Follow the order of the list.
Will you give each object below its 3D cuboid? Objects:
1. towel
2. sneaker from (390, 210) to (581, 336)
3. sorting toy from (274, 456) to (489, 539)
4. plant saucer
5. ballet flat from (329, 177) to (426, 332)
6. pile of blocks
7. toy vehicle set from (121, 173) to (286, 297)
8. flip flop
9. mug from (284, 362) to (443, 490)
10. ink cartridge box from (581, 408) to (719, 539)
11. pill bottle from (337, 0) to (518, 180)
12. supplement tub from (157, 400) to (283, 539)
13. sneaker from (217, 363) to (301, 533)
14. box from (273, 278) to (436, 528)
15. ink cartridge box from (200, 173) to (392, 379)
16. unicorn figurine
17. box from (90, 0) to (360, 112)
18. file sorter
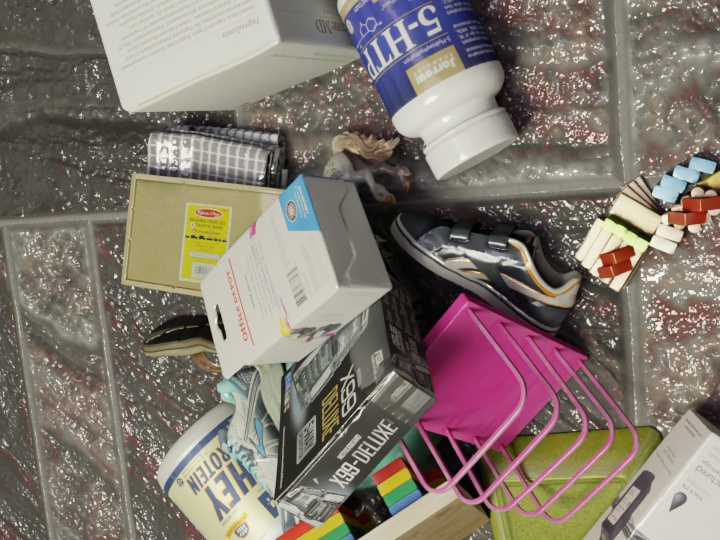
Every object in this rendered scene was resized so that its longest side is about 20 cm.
[{"bbox_3d":[-0.171,-0.066,0.972,0.164,0.085,0.202,12,105,23],"label":"towel"},{"bbox_3d":[0.129,-0.018,0.838,0.199,0.078,0.080,33,117,6],"label":"sneaker"},{"bbox_3d":[0.020,0.270,0.855,0.199,0.199,0.070,-34,62,1],"label":"sorting toy"},{"bbox_3d":[0.223,0.272,0.861,0.198,0.048,0.202,-10,95,27],"label":"plant saucer"},{"bbox_3d":[0.000,0.000,0.854,0.072,0.072,0.201,-27,106,27],"label":"ballet flat"},{"bbox_3d":[0.281,-0.055,0.763,0.199,0.062,0.082,-38,82,26],"label":"pile of blocks"},{"bbox_3d":[-0.164,-0.034,0.907,0.198,0.026,0.126,8,92,17],"label":"toy vehicle set"},{"bbox_3d":[-0.180,0.095,1.016,0.198,0.081,0.058,-6,114,28],"label":"flip flop"},{"bbox_3d":[-0.007,0.160,0.916,0.183,0.114,0.154,1,100,26],"label":"mug"},{"bbox_3d":[0.305,0.256,0.760,0.144,0.084,0.201,36,100,3],"label":"ink cartridge box"},{"bbox_3d":[0.070,-0.198,0.808,0.119,0.119,0.202,-28,87,28],"label":"pill bottle"},{"bbox_3d":[-0.125,0.265,0.978,0.200,0.145,0.145,44,115,13],"label":"supplement tub"},{"bbox_3d":[-0.107,0.197,0.906,0.085,0.078,0.201,-12,56,-10],"label":"sneaker"},{"bbox_3d":[-0.010,0.106,0.751,0.050,0.200,0.158,34,108,-17],"label":"box"},{"bbox_3d":[-0.069,0.013,0.793,0.200,0.067,0.116,-39,61,41],"label":"ink cartridge box"},{"bbox_3d":[-0.024,-0.057,0.916,0.136,0.074,0.202,20,92,22],"label":"unicorn figurine"},{"bbox_3d":[-0.135,-0.272,0.850,0.198,0.199,0.173,-14,94,28],"label":"box"},{"bbox_3d":[0.140,0.139,0.764,0.139,0.199,0.126,-51,42,17],"label":"file sorter"}]
